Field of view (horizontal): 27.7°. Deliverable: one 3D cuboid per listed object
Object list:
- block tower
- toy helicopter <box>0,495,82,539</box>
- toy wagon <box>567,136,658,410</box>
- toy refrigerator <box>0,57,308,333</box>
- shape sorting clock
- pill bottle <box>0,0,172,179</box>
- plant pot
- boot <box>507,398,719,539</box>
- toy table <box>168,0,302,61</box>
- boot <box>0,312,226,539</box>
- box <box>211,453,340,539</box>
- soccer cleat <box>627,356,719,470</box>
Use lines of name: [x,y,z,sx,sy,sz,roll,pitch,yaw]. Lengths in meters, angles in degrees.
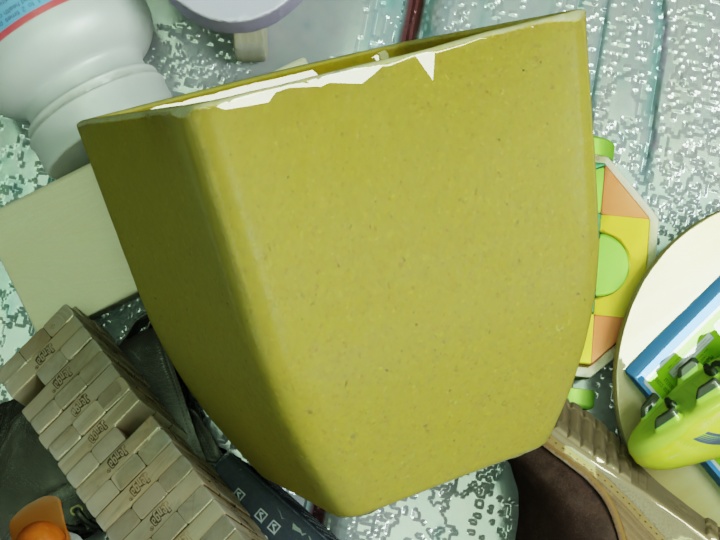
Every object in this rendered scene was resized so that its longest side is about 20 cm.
block tower: [-0.110,0.099,0.725,0.058,0.054,0.200,-45,55,-2]
toy helicopter: [-0.154,0.153,0.682,0.199,0.133,0.079,29,51,33]
toy wagon: [0.069,-0.005,0.838,0.198,0.040,0.157,6,82,0]
toy refrigerator: [-0.104,-0.039,0.830,0.199,0.070,0.076,-28,90,-3]
shape sorting clock: [0.235,0.061,0.821,0.198,0.039,0.203,1,86,-9]
pill bottle: [-0.185,-0.158,0.824,0.108,0.109,0.201,-28,83,-4]
plant pot: [0.000,0.000,0.705,0.194,0.194,0.202,-18,101,-23]
boot: [0.097,0.167,0.789,0.199,0.072,0.167,39,106,11]
toy table: [-0.069,-0.221,0.829,0.182,0.117,0.202,10,82,2]
boot: [-0.153,0.135,0.800,0.172,0.069,0.202,-17,76,-2]
box: [-0.035,0.220,0.758,0.200,0.107,0.149,40,84,16]
soccer cleat: [0.236,0.064,0.770,0.199,0.065,0.084,-28,98,-9]
